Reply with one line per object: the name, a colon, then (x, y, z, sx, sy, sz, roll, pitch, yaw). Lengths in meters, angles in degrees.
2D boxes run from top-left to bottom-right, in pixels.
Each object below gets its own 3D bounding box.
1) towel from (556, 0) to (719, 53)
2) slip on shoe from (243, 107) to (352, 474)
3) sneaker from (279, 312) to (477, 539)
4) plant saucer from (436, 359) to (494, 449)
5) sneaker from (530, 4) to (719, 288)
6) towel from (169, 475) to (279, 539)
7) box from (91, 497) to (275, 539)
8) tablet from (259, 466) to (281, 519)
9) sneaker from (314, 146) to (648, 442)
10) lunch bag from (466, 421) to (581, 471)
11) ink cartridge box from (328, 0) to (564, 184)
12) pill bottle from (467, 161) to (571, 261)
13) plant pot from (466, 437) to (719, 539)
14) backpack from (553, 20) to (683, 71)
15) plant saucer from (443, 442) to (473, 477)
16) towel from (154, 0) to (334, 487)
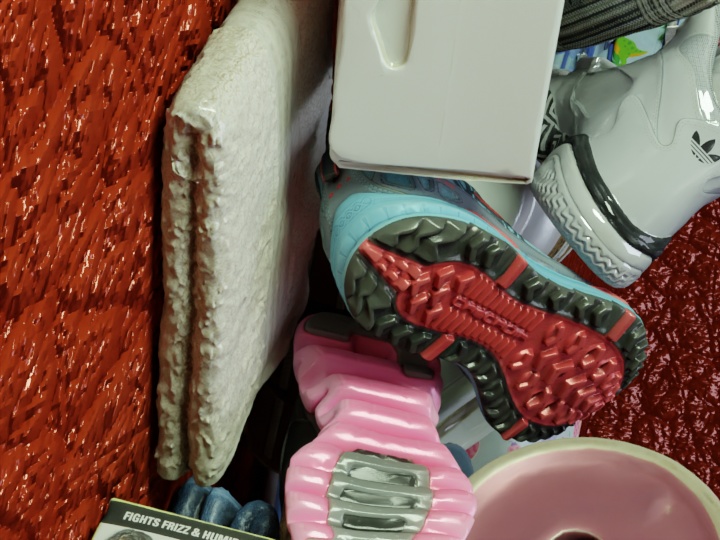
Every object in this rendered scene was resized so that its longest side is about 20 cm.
towel: (0.089, -0.199, 1.017, 0.193, 0.035, 0.200, 175, -96, -69)
slip on shoe: (0.000, 0.000, 1.069, 0.061, 0.076, 0.200, -34, 140, -66)
sneaker: (-0.004, 0.100, 0.951, 0.200, 0.079, 0.095, -87, -164, -64)
plant saucer: (0.045, 0.062, 1.223, 0.200, 0.050, 0.200, -35, 170, -7)
sneaker: (0.131, -0.069, 1.039, 0.115, 0.075, 0.200, -38, -163, 11)
towel: (-0.066, 0.181, 1.044, 0.200, 0.048, 0.112, 86, 20, -60)
box: (-0.094, 0.180, 0.838, 0.050, 0.075, 0.200, 88, 20, -49)
tablet: (-0.036, 0.126, 1.217, 0.130, 0.014, 0.200, -54, 154, -63)
sneaker: (0.051, -0.001, 0.983, 0.200, 0.079, 0.096, 39, 17, -48)
lunch bag: (0.077, 0.140, 1.524, 0.200, 0.127, 0.170, -4, 106, -69)
ink cartridge box: (0.037, -0.150, 0.926, 0.200, 0.087, 0.145, -84, 180, -52)
pill bottle: (0.055, -0.045, 1.194, 0.200, 0.114, 0.114, -7, 111, -78)
plant pot: (0.095, 0.176, 0.991, 0.179, 0.200, 0.200, 84, 22, -47)
backpack: (0.125, -0.150, 1.331, 0.154, 0.163, 0.200, -27, 140, -19)
plant saucer: (-0.002, 0.171, 1.082, 0.201, 0.039, 0.201, 16, 90, -70)
towel: (-0.045, -0.020, 0.928, 0.133, 0.034, 0.200, -65, 165, -48)
